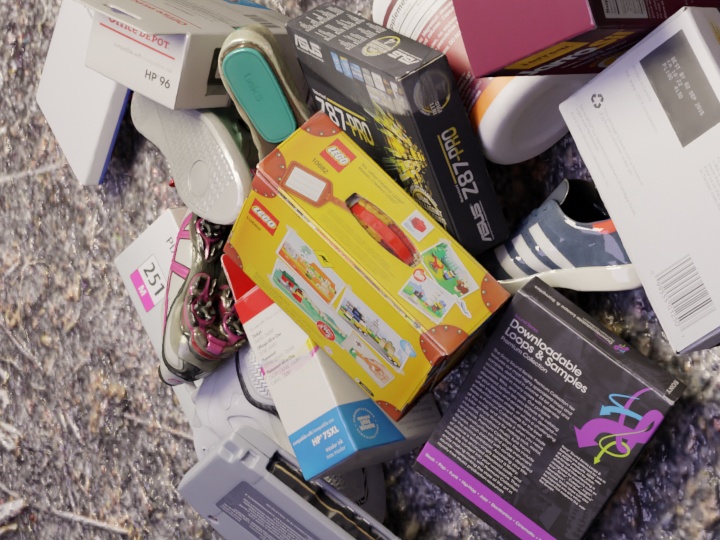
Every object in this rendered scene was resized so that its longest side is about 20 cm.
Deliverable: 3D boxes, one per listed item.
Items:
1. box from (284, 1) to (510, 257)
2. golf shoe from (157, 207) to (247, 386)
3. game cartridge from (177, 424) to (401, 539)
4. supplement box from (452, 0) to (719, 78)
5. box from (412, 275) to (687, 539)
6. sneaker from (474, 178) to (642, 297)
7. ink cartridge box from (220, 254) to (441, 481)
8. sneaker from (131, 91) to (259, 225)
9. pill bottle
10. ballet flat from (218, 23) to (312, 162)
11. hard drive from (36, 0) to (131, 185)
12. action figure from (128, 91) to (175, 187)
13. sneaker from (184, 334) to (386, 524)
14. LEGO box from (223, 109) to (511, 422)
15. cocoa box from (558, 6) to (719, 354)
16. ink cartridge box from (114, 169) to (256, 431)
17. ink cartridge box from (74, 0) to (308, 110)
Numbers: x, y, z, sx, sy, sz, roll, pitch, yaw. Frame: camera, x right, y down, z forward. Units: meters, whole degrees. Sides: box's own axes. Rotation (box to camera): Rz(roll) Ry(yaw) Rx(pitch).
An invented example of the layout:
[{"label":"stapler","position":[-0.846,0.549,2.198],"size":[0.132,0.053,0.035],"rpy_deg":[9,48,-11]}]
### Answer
[{"label":"box","position":[0.027,-0.110,1.639],"size":[0.200,0.049,0.162],"rpy_deg":[34,148,57]},{"label":"golf shoe","position":[-0.135,0.005,1.794],"size":[0.092,0.072,0.201],"rpy_deg":[-39,30,40]},{"label":"game cartridge","position":[-0.051,0.215,1.762],"size":[0.200,0.041,0.133],"rpy_deg":[39,141,-7]},{"label":"supplement box","position":[0.166,-0.192,1.489],"size":[0.110,0.199,0.086],"rpy_deg":[-19,83,40]},{"label":"box","position":[0.140,0.120,1.616],"size":[0.143,0.036,0.201],"rpy_deg":[37,128,11]},{"label":"sneaker","position":[0.141,-0.026,1.620],"size":[0.199,0.075,0.085],"rpy_deg":[-5,93,32]},{"label":"ink cartridge box","position":[-0.024,0.060,1.743],"size":[0.067,0.116,0.201],"rpy_deg":[-33,74,39]},{"label":"sneaker","position":[-0.103,-0.100,1.784],"size":[0.201,0.118,0.074],"rpy_deg":[52,124,47]},{"label":"pill bottle","position":[0.082,-0.186,1.624],"size":[0.200,0.113,0.113],"rpy_deg":[52,125,25]},{"label":"ballet flat","position":[-0.054,-0.109,1.728],"size":[0.067,0.062,0.201],"rpy_deg":[-14,113,17]},{"label":"hard drive","position":[-0.240,-0.196,1.923],"size":[0.132,0.025,0.201],"rpy_deg":[58,139,37]},{"label":"action figure","position":[-0.181,-0.177,1.903],"size":[0.065,0.051,0.201],"rpy_deg":[-35,70,43]},{"label":"sneaker","position":[-0.065,0.148,1.794],"size":[0.115,0.075,0.201],"rpy_deg":[-27,99,38]},{"label":"LEGO box","position":[0.000,0.000,1.627],"size":[0.200,0.077,0.149],"rpy_deg":[44,153,7]},{"label":"cocoa box","position":[0.257,-0.064,1.471],"size":[0.133,0.131,0.201],"rpy_deg":[-36,72,38]},{"label":"ink cartridge box","position":[-0.117,0.030,1.872],"size":[0.173,0.043,0.201],"rpy_deg":[-40,69,38]},{"label":"ink cartridge box","position":[-0.144,-0.183,1.765],"size":[0.116,0.199,0.068],"rpy_deg":[27,112,36]}]
